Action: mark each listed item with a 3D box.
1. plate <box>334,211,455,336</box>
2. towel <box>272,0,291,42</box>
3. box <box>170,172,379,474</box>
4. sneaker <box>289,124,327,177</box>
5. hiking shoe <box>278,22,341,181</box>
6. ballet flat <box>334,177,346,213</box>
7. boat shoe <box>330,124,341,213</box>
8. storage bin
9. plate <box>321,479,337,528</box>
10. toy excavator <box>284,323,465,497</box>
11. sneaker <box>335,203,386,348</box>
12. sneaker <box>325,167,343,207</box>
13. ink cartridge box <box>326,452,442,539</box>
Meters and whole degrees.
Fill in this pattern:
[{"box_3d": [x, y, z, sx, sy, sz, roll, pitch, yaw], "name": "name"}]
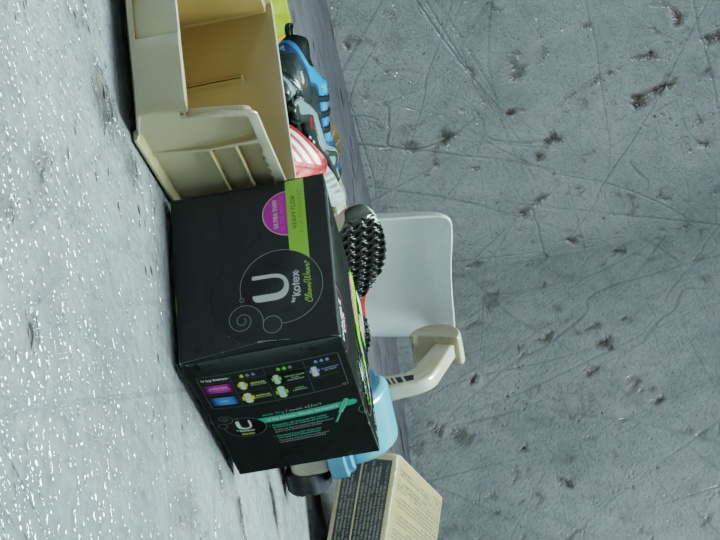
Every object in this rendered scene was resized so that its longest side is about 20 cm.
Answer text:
[{"box_3d": [0.000, 0.000, 1.511, 0.200, 0.198, 0.032, 83, 8, -51], "name": "plate"}, {"box_3d": [-0.110, -0.272, 1.605, 0.018, 0.086, 0.201, 32, -28, 29], "name": "towel"}, {"box_3d": [-0.064, 0.047, 1.118, 0.200, 0.123, 0.149, 73, 8, -57], "name": "box"}, {"box_3d": [-0.063, -0.045, 1.360, 0.115, 0.078, 0.201, -30, 118, -41], "name": "sneaker"}, {"box_3d": [-0.053, -0.163, 1.519, 0.087, 0.074, 0.200, -63, 154, -26], "name": "hiking shoe"}, {"box_3d": [-0.041, -0.046, 1.728, 0.067, 0.062, 0.202, 5, 91, -48], "name": "ballet flat"}, {"box_3d": [-0.071, -0.074, 1.676, 0.074, 0.066, 0.202, 11, 89, -61], "name": "boat shoe"}, {"box_3d": [-0.118, -0.163, 1.095, 0.199, 0.093, 0.201, 71, 10, -68], "name": "storage bin"}, {"box_3d": [-0.022, 0.271, 1.739, 0.201, 0.032, 0.201, -94, 173, -51], "name": "plate"}, {"box_3d": [0.014, 0.133, 1.479, 0.195, 0.198, 0.101, -91, 171, -64], "name": "toy excavator"}, {"box_3d": [-0.030, 0.004, 1.410, 0.093, 0.070, 0.201, 49, -33, 38], "name": "sneaker"}, {"box_3d": [-0.100, -0.114, 1.439, 0.200, 0.079, 0.079, 48, 20, -39], "name": "sneaker"}, {"box_3d": [0.026, 0.310, 1.628, 0.200, 0.075, 0.166, 53, 44, -61], "name": "ink cartridge box"}]
